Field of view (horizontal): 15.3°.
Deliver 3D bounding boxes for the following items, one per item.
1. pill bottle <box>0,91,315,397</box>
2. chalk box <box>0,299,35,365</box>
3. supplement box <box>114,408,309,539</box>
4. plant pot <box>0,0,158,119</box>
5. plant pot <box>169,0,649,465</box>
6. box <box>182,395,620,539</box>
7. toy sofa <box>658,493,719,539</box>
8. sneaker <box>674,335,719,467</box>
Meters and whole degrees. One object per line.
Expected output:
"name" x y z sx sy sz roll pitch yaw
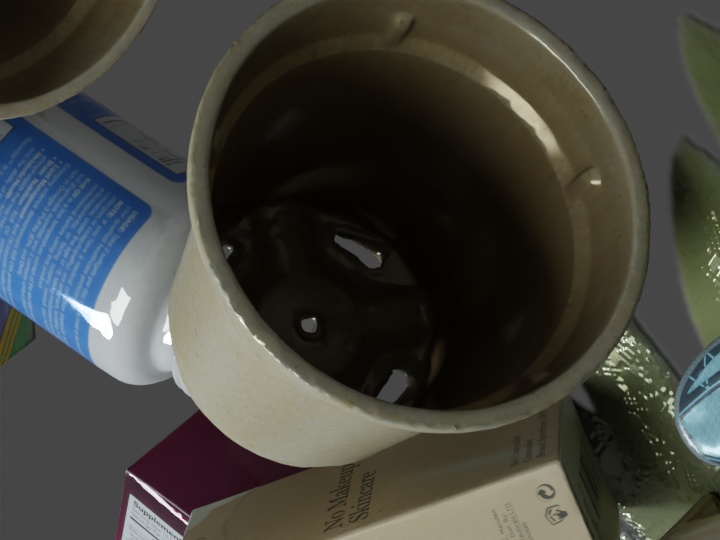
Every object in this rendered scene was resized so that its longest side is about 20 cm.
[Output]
"pill bottle" -0.122 -0.012 1.349 0.200 0.112 0.113 34 139 23
"chalk box" -0.264 -0.030 1.467 0.124 0.124 0.201 28 137 26
"supplement box" -0.071 0.163 1.442 0.086 0.110 0.201 35 139 20
"plant pot" -0.217 -0.179 1.264 0.183 0.200 0.201 12 129 53
"plant pot" 0.000 0.000 1.180 0.201 0.200 0.184 48 153 3
"box" 0.017 0.133 1.265 0.199 0.095 0.078 -20 109 12
"toy sofa" 0.205 0.136 1.154 0.200 0.098 0.083 -26 101 51
"sneaker" 0.191 0.042 1.084 0.200 0.095 0.080 -20 87 48
